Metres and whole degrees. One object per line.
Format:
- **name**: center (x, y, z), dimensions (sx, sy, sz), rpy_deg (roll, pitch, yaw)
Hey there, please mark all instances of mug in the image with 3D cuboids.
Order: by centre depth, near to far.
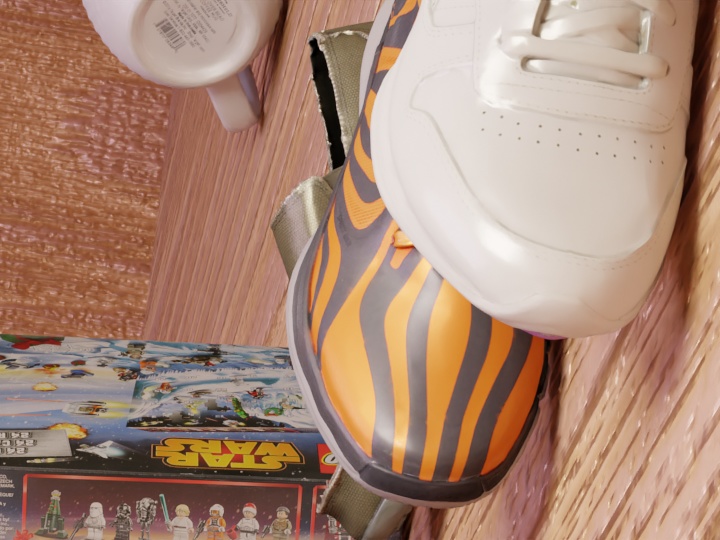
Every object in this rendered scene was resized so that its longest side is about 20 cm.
- **mug**: center (-0.114, -0.187, 1.920), dimensions (0.175, 0.148, 0.200), rpy_deg (-105, -7, -56)

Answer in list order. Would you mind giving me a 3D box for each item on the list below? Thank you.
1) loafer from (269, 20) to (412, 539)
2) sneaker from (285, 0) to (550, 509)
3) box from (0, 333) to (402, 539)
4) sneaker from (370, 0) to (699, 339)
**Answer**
- **loafer**: center (0.000, 0.000, 0.980), dimensions (0.075, 0.070, 0.200), rpy_deg (115, 163, -66)
- **sneaker**: center (0.027, -0.040, 0.782), dimensions (0.112, 0.078, 0.200), rpy_deg (107, 169, -55)
- **box**: center (-0.087, 0.067, 1.067), dimensions (0.137, 0.200, 0.040), rpy_deg (-100, 14, -71)
- **sneaker**: center (0.047, -0.078, 0.676), dimensions (0.100, 0.075, 0.200), rpy_deg (106, 169, -54)
